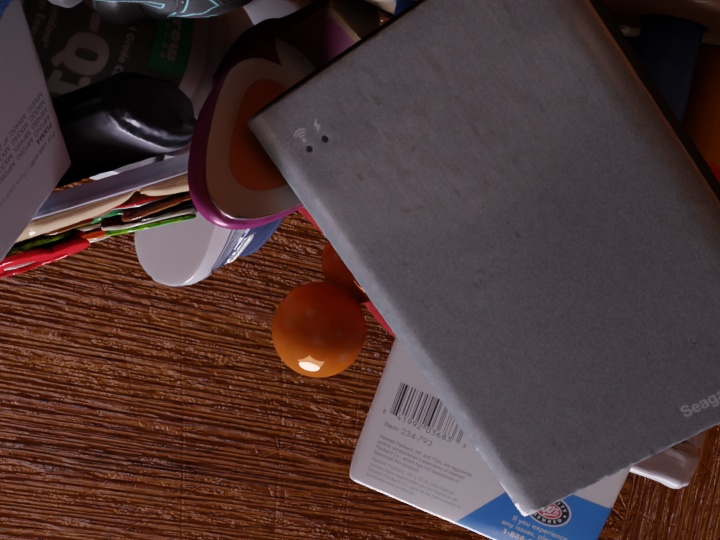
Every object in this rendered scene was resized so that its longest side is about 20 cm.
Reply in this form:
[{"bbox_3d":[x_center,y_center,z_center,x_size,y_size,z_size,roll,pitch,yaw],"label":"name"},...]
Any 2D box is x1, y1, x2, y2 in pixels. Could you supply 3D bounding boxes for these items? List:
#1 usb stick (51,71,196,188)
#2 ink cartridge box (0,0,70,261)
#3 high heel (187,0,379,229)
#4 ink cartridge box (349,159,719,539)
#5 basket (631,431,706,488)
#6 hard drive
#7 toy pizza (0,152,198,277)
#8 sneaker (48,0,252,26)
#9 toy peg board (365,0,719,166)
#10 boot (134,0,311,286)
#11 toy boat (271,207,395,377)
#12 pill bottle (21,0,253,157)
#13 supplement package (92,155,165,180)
[{"bbox_3d":[-0.158,-0.055,0.703,0.200,0.033,0.055,-12,166,40],"label":"usb stick"},{"bbox_3d":[-0.211,-0.099,0.572,0.145,0.083,0.200,12,140,17],"label":"ink cartridge box"},{"bbox_3d":[-0.055,-0.063,0.672,0.096,0.200,0.067,-32,114,32],"label":"high heel"},{"bbox_3d":[0.081,0.019,0.648,0.116,0.201,0.067,22,-153,6],"label":"ink cartridge box"},{"bbox_3d":[0.144,0.047,0.933,0.135,0.124,0.200,19,179,0],"label":"basket"},{"bbox_3d":[0.068,-0.014,0.582,0.139,0.200,0.033,-31,-170,25],"label":"hard drive"},{"bbox_3d":[-0.153,-0.021,0.732,0.200,0.032,0.200,-17,-175,2],"label":"toy pizza"},{"bbox_3d":[-0.076,-0.136,0.574,0.079,0.076,0.200,-1,-174,1],"label":"sneaker"},{"bbox_3d":[0.112,-0.070,0.686,0.200,0.098,0.199,12,179,41],"label":"toy peg board"},{"bbox_3d":[-0.063,-0.082,0.882,0.073,0.200,0.090,42,-149,14],"label":"boot"},{"bbox_3d":[0.000,0.000,0.812,0.130,0.131,0.200,30,172,35],"label":"toy boat"},{"bbox_3d":[-0.149,-0.122,0.742,0.113,0.114,0.200,13,180,38],"label":"pill bottle"},{"bbox_3d":[-0.161,-0.119,0.951,0.121,0.120,0.200,14,179,5],"label":"supplement package"}]
